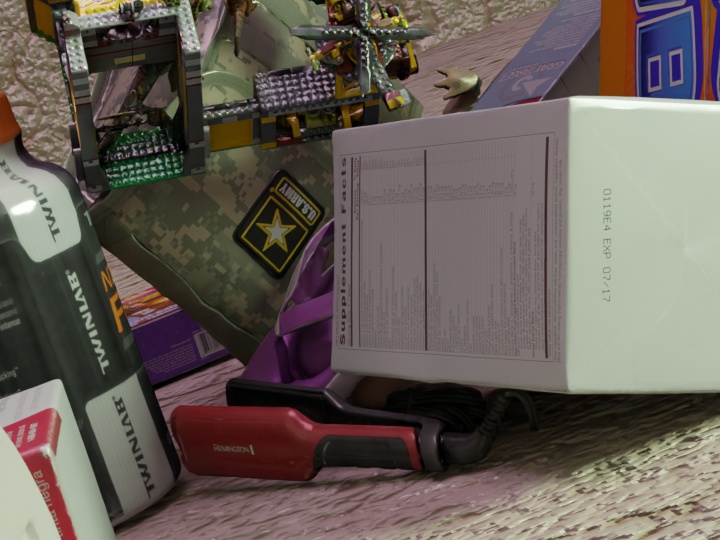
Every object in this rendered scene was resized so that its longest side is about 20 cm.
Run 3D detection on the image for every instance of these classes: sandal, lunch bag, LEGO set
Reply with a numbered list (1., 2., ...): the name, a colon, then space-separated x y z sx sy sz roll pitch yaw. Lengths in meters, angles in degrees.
1. sandal: -0.003 -0.002 1.078 0.203 0.050 0.082 -48 28 -1
2. lunch bag: -0.059 -0.050 1.168 0.117 0.164 0.201 -27 36 33
3. LEGO set: -0.069 -0.128 1.034 0.198 0.155 0.116 -3 -30 -4

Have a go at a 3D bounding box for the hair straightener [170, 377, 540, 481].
1. hair straightener: 0.006 0.060 0.987 0.199 0.041 0.077 -9 14 46

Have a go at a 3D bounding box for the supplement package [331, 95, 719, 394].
1. supplement package: 0.078 -0.009 0.942 0.109 0.115 0.200 1 0 -27

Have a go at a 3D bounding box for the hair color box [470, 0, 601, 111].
1. hair color box: 0.125 -0.079 1.189 0.060 0.099 0.200 -8 35 49

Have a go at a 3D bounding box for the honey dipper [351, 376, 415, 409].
1. honey dipper: 0.088 0.022 1.082 0.198 0.038 0.038 -22 9 -2

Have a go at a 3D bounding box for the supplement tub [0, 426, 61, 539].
1. supplement tub: -0.189 0.127 0.652 0.198 0.146 0.145 -17 9 6

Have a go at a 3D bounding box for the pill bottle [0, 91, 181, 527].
1. pill bottle: -0.163 0.022 1.040 0.105 0.202 0.106 -19 10 3

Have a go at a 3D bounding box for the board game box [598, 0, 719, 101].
1. board game box: 0.240 -0.138 1.007 0.198 0.202 0.200 1 1 -24

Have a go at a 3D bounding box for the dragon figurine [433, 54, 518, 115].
1. dragon figurine: 0.061 -0.071 1.333 0.200 0.059 0.099 -45 -19 1

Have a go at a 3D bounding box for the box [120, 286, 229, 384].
1. box: -0.184 0.061 1.365 0.199 0.039 0.137 -22 9 -20

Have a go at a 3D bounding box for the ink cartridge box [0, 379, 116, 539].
1. ink cartridge box: -0.201 0.124 0.889 0.198 0.084 0.145 -19 9 -3
